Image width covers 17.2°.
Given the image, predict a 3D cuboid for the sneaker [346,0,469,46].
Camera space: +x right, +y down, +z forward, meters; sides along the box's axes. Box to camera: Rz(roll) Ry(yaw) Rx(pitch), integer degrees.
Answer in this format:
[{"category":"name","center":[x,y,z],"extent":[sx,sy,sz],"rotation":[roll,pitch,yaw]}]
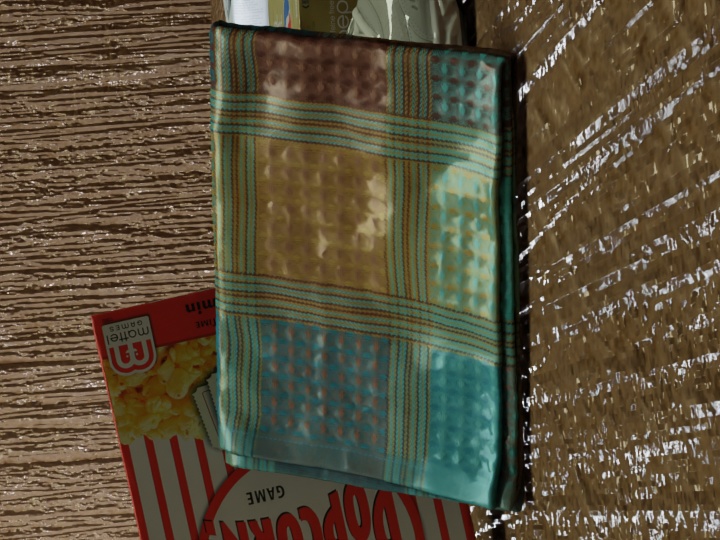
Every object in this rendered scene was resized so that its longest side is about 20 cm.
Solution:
[{"category":"sneaker","center":[0.001,-0.071,1.109],"extent":[0.076,0.091,0.201],"rotation":[-106,13,-59]}]

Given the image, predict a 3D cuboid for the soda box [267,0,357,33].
[{"category":"soda box","center":[-0.012,-0.132,1.324],"extent":[0.200,0.064,0.068],"rotation":[-139,45,-80]}]

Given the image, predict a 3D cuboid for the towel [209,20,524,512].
[{"category":"towel","center":[0.000,0.000,1.006],"extent":[0.022,0.146,0.201],"rotation":[-34,-53,-57]}]

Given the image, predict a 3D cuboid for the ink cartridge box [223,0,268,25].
[{"category":"ink cartridge box","center":[-0.111,-0.316,2.213],"extent":[0.201,0.040,0.200],"rotation":[93,171,-47]}]

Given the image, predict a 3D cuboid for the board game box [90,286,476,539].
[{"category":"board game box","center":[-0.028,0.101,1.096],"extent":[0.046,0.151,0.201],"rotation":[176,81,-88]}]
